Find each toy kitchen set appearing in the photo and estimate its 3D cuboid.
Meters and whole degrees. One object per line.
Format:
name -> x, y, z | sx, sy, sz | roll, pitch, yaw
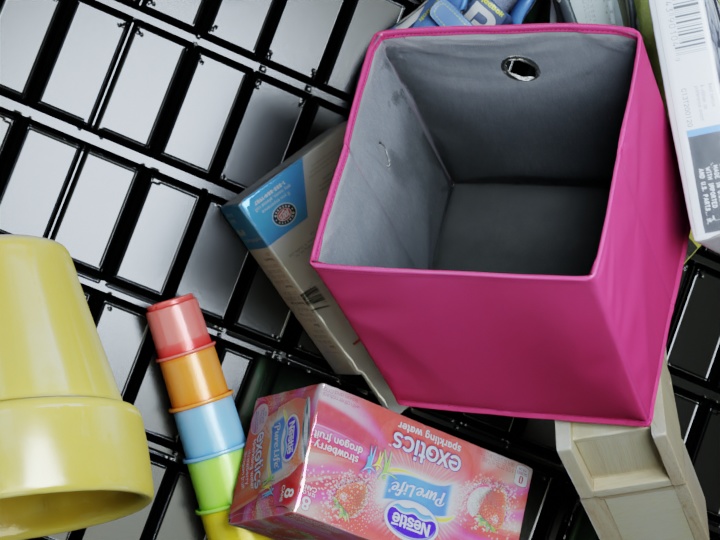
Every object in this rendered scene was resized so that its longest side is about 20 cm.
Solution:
toy kitchen set -> 0.159, 0.089, 1.543 | 0.163, 0.180, 0.200 | -10, 54, 15

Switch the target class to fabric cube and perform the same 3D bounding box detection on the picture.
fabric cube -> 0.106, -0.030, 1.403 | 0.196, 0.199, 0.200 | 2, 60, 23

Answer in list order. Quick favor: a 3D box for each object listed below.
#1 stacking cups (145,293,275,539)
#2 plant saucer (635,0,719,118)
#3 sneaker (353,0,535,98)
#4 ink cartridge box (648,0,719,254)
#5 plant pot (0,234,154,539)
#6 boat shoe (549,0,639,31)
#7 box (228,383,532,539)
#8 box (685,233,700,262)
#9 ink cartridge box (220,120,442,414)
stacking cups -> -0.115, 0.118, 1.527 | 0.060, 0.061, 0.200 | -18, 89, -17
plant saucer -> 0.296, -0.149, 1.609 | 0.200, 0.048, 0.200 | 1, 81, -9
sneaker -> 0.069, -0.179, 1.570 | 0.074, 0.082, 0.200 | 40, 79, -15
ink cartridge box -> 0.252, -0.112, 1.472 | 0.043, 0.200, 0.198 | -12, 83, 14
plant pot -> -0.253, 0.083, 1.418 | 0.201, 0.201, 0.189 | -4, 74, -17
boat shoe -> 0.169, -0.234, 1.530 | 0.076, 0.060, 0.200 | -21, 105, -14
box -> 0.016, 0.167, 1.510 | 0.200, 0.095, 0.103 | 25, 67, -28
box -> 0.270, -0.073, 1.647 | 0.200, 0.050, 0.075 | -45, 99, -14
ink cartridge box -> 0.000, 0.000, 1.553 | 0.116, 0.067, 0.200 | -37, 99, -16
